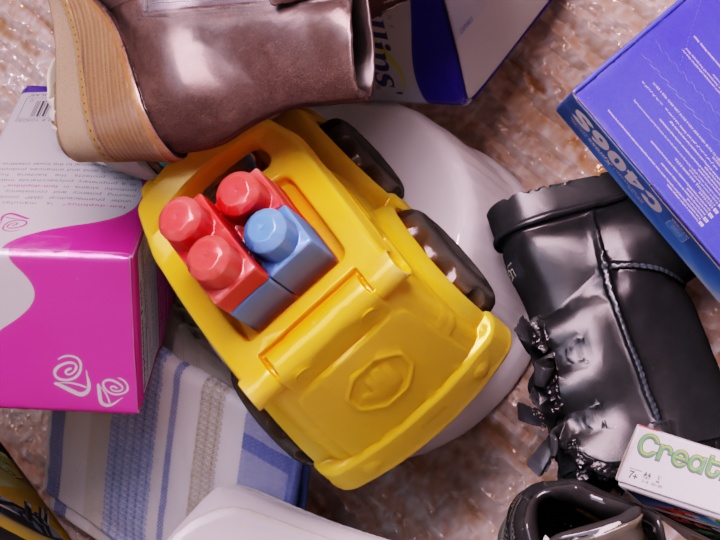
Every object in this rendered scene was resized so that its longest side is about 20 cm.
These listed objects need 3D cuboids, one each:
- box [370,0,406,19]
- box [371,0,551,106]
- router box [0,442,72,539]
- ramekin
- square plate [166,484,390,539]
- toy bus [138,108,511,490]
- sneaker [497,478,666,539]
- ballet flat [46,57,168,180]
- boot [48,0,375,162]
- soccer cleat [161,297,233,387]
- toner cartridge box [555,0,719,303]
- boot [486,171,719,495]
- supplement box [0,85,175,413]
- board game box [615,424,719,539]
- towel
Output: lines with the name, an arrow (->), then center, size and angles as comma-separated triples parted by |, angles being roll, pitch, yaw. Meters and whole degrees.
box -> -0.028, -0.155, 1.171 | 0.200, 0.100, 0.075 | -24, 91, 34
box -> 0.004, -0.187, 1.327 | 0.199, 0.105, 0.184 | 5, 38, 30
router box -> -0.241, 0.134, 1.306 | 0.052, 0.200, 0.157 | -45, 57, 3
ramekin -> 0.000, 0.000, 1.300 | 0.200, 0.098, 0.201 | -11, 65, 24
square plate -> -0.068, 0.190, 1.139 | 0.198, 0.028, 0.200 | 12, 50, 45
toy bus -> -0.047, -0.012, 1.156 | 0.136, 0.192, 0.200 | -42, 56, 7
sneaker -> 0.137, 0.185, 1.124 | 0.076, 0.114, 0.200 | -31, 73, -7
ballet flat -> -0.143, -0.094, 1.265 | 0.064, 0.067, 0.200 | -26, 31, 7
boot -> -0.076, -0.154, 1.113 | 0.166, 0.072, 0.201 | -13, 74, 21
soccer cleat -> -0.133, 0.019, 1.382 | 0.200, 0.069, 0.078 | 33, 83, 37
toner cartridge box -> 0.201, -0.040, 1.172 | 0.095, 0.043, 0.200 | -40, 89, -10
boot -> 0.169, 0.023, 1.213 | 0.198, 0.073, 0.163 | -15, 75, -3
supplement box -> -0.157, -0.016, 1.275 | 0.101, 0.104, 0.200 | 3, 28, 4
board game box -> 0.235, 0.134, 1.101 | 0.200, 0.126, 0.035 | 17, 78, 32
towel -> -0.107, 0.113, 1.305 | 0.200, 0.024, 0.147 | 26, 121, 34
